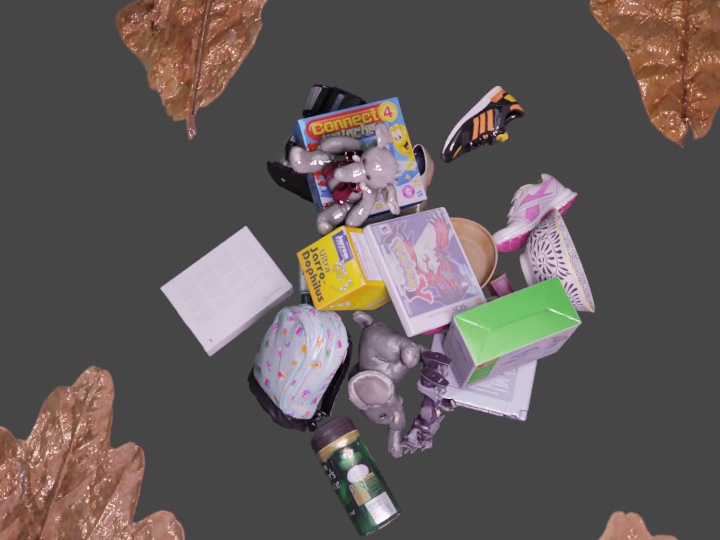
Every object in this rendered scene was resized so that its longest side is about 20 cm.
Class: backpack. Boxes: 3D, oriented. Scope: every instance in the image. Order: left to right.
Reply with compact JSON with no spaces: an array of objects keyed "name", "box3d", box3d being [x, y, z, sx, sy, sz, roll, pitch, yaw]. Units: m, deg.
[{"name":"backpack","box3d":[-0.105,0.156,1.452,0.167,0.126,0.201,44,112,34]}]

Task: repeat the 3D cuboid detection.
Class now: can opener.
[{"name":"can opener","box3d":[-0.088,0.056,1.568,0.052,0.067,0.202,-2,78,-4]}]

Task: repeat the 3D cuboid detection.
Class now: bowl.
[{"name":"bowl","box3d":[0.352,-0.003,1.550,0.093,0.200,0.203,-22,74,18]}]

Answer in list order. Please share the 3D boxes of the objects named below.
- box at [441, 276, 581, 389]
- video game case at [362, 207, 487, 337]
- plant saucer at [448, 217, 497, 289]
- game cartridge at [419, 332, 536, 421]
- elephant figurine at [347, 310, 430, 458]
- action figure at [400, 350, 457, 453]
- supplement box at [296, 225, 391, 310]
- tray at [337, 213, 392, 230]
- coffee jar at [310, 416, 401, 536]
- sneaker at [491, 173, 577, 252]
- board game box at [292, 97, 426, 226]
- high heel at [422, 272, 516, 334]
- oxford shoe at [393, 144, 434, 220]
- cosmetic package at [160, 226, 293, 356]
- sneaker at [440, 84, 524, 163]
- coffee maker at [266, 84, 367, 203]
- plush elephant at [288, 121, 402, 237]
[{"name":"box","box3d":[0.255,0.110,1.465,0.198,0.177,0.097,-20,70,-10]},{"name":"video game case","box3d":[0.115,-0.002,1.453,0.181,0.023,0.202,-15,76,-35]},{"name":"plant saucer","box3d":[0.160,-0.009,1.575,0.198,0.036,0.202,-11,53,14]},{"name":"game cartridge","box3d":[0.219,0.188,1.551,0.198,0.040,0.135,15,77,3]},{"name":"elephant figurine","box3d":[0.032,0.205,1.500,0.154,0.141,0.201,29,90,36]},{"name":"action figure","box3d":[0.121,0.242,1.459,0.069,0.202,0.130,17,39,19]},{"name":"supplement box","box3d":[0.000,0.000,1.479,0.109,0.199,0.110,-29,73,28]},{"name":"tray","box3d":[0.007,-0.052,1.621,0.106,0.022,0.202,3,74,-2]},{"name":"coffee jar","box3d":[-0.012,0.353,1.459,0.085,0.104,0.201,-27,76,-12]},{"name":"sneaker","box3d":[0.318,-0.112,1.624,0.199,0.082,0.088,-36,74,-18]},{"name":"board game box","box3d":[-0.001,-0.194,1.534,0.198,0.056,0.198,-16,88,-16]},{"name":"high heel","box3d":[0.209,0.091,1.569,0.199,0.067,0.097,-31,100,-14]},{"name":"oxford shoe","box3d":[0.095,-0.147,1.617,0.070,0.074,0.202,3,70,15]},{"name":"cosmetic package","box3d":[-0.247,0.038,1.571,0.199,0.052,0.151,-36,76,-11]},{"name":"sneaker","box3d":[0.244,-0.276,1.667,0.090,0.070,0.200,39,74,12]},{"name":"coffee maker","box3d":[-0.055,-0.233,1.626,0.191,0.135,0.201,31,76,-9]},{"name":"plush elephant","box3d":[-0.002,-0.161,1.419,0.198,0.155,0.167,-15,87,-15]}]
